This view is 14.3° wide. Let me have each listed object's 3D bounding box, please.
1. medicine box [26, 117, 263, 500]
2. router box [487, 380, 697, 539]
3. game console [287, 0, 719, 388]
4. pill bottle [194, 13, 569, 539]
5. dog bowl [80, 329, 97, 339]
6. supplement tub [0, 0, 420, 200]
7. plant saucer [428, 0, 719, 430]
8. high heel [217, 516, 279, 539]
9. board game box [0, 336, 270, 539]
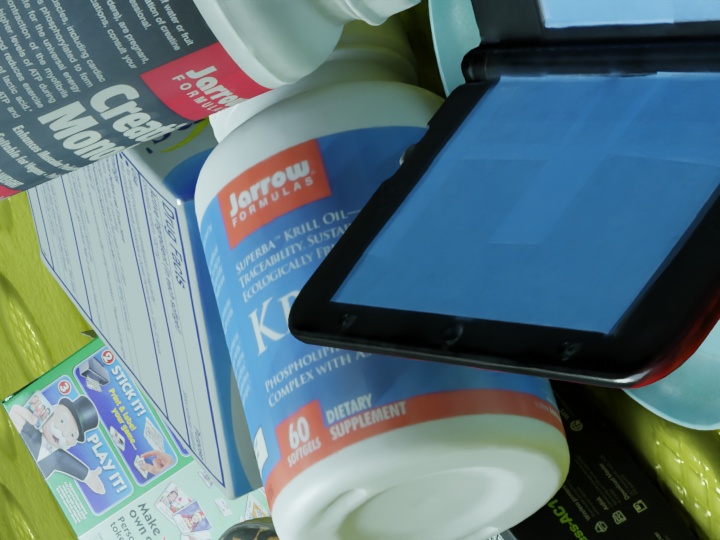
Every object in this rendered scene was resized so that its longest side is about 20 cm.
[{"bbox_3d":[-0.072,-0.036,1.270,0.200,0.103,0.182,47,155,40],"label":"medicine box"},{"bbox_3d":[0.068,0.113,1.152,0.200,0.062,0.150,52,159,31],"label":"router box"},{"bbox_3d":[0.050,-0.073,0.810,0.200,0.119,0.173,5,113,58],"label":"game console"},{"bbox_3d":[0.000,0.000,1.069,0.112,0.112,0.200,101,155,-61],"label":"pill bottle"},{"bbox_3d":[-0.090,0.113,1.583,0.200,0.059,0.200,53,158,32],"label":"dog bowl"},{"bbox_3d":[-0.092,-0.112,0.988,0.140,0.200,0.141,-21,-90,-76],"label":"supplement tub"},{"bbox_3d":[0.086,-0.042,0.958,0.200,0.027,0.200,53,158,32],"label":"plant saucer"},{"bbox_3d":[-0.008,0.170,1.347,0.143,0.071,0.200,59,137,29],"label":"high heel"},{"bbox_3d":[-0.081,0.118,1.462,0.200,0.135,0.029,60,-158,8],"label":"board game box"}]
